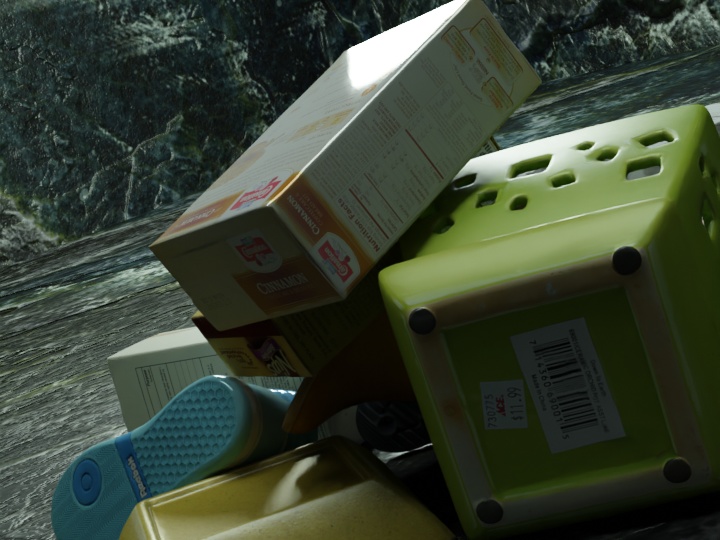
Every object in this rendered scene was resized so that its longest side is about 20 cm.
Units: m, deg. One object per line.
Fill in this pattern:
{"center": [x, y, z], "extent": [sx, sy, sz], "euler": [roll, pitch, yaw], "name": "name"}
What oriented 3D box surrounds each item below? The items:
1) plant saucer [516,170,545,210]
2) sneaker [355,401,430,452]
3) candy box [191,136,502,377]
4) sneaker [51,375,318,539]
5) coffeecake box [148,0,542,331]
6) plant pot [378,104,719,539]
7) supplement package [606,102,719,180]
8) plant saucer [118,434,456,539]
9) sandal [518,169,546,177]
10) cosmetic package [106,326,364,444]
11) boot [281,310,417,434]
{"center": [0.175, 0.010, 1.342], "extent": [0.200, 0.200, 0.032], "euler": [-27, -27, -48], "name": "plant saucer"}
{"center": [0.074, 0.059, 1.399], "extent": [0.200, 0.070, 0.082], "euler": [-40, 3, -11], "name": "sneaker"}
{"center": [-0.004, -0.014, 1.261], "extent": [0.200, 0.056, 0.117], "euler": [-42, 17, -25], "name": "candy box"}
{"center": [-0.110, 0.142, 1.343], "extent": [0.200, 0.080, 0.130], "euler": [-32, -24, 31], "name": "sneaker"}
{"center": [-0.010, -0.063, 1.164], "extent": [0.200, 0.073, 0.153], "euler": [-47, 17, -28], "name": "coffeecake box"}
{"center": [0.127, 0.037, 1.122], "extent": [0.199, 0.200, 0.181], "euler": [-14, 15, 18], "name": "plant pot"}
{"center": [0.296, -0.074, 1.728], "extent": [0.200, 0.117, 0.117], "euler": [-23, 10, -30], "name": "supplement package"}
{"center": [-0.060, 0.156, 1.196], "extent": [0.200, 0.049, 0.200], "euler": [-19, 9, -9], "name": "plant saucer"}
{"center": [0.180, -0.020, 1.451], "extent": [0.200, 0.043, 0.076], "euler": [23, -43, -27], "name": "sandal"}
{"center": [-0.087, 0.092, 1.477], "extent": [0.200, 0.105, 0.071], "euler": [-8, 11, 37], "name": "cosmetic package"}
{"center": [0.052, 0.071, 1.289], "extent": [0.201, 0.144, 0.071], "euler": [-49, -6, -37], "name": "boot"}
